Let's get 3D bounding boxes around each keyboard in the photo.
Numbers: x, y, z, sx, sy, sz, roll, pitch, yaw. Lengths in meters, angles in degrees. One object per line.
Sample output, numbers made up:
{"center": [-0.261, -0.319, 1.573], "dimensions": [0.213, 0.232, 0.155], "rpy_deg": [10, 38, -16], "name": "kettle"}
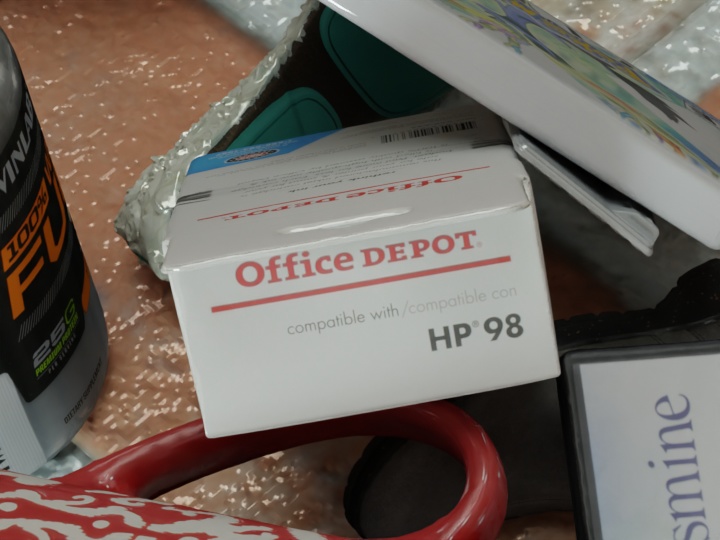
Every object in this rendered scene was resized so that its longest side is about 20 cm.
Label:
{"center": [0.073, -0.046, 0.882], "dimensions": [0.056, 0.200, 0.011], "rpy_deg": [32, 102, -6], "name": "keyboard"}

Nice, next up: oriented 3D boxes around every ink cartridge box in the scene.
{"center": [0.000, 0.000, 0.821], "dimensions": [0.116, 0.067, 0.200], "rpy_deg": [-10, 12, 2], "name": "ink cartridge box"}

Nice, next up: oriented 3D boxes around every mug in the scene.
{"center": [-0.047, 0.124, 0.797], "dimensions": [0.200, 0.134, 0.178], "rpy_deg": [11, 31, 23], "name": "mug"}

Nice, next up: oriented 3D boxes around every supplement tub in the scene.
{"center": [-0.164, -0.019, 0.870], "dimensions": [0.122, 0.200, 0.123], "rpy_deg": [-5, 51, 6], "name": "supplement tub"}

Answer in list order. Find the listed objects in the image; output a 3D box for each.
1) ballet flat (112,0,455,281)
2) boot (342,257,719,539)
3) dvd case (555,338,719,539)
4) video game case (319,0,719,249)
{"center": [-0.023, -0.069, 0.979], "dimensions": [0.072, 0.072, 0.200], "rpy_deg": [31, 60, 29], "name": "ballet flat"}
{"center": [0.104, 0.077, 0.838], "dimensions": [0.200, 0.070, 0.132], "rpy_deg": [-26, 60, -3], "name": "boot"}
{"center": [0.168, 0.087, 0.795], "dimensions": [0.199, 0.018, 0.143], "rpy_deg": [-4, 72, -6], "name": "dvd case"}
{"center": [0.045, -0.083, 0.878], "dimensions": [0.200, 0.182, 0.022], "rpy_deg": [33, 103, -1], "name": "video game case"}
